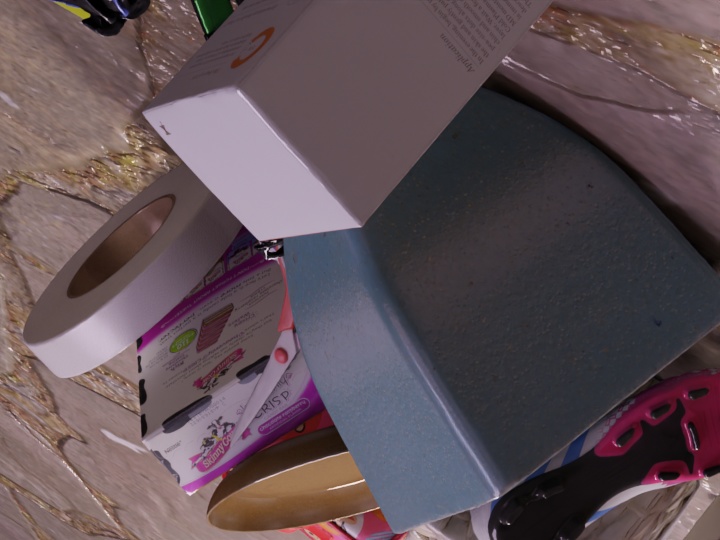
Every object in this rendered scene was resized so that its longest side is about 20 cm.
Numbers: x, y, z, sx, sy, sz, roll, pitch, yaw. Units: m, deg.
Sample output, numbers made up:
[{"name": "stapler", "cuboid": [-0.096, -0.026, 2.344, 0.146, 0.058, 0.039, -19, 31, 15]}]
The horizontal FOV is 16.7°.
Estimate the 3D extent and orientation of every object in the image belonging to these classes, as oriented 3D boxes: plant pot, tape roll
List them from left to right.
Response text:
[{"name": "tape roll", "cuboid": [-0.162, -0.006, 1.783, 0.037, 0.203, 0.202, 47, 159, -17]}, {"name": "plant pot", "cuboid": [-0.013, 0.137, 1.691, 0.200, 0.199, 0.028, 113, 143, -68]}, {"name": "plant pot", "cuboid": [0.064, 0.011, 1.452, 0.200, 0.196, 0.196, 55, 159, 1]}]

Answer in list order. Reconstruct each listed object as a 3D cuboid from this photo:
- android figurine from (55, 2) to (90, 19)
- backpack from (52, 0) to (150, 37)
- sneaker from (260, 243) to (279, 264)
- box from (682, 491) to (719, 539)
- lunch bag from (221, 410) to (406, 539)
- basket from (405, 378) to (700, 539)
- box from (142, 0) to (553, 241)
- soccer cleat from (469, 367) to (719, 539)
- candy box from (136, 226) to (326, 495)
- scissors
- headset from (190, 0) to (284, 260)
[{"name": "android figurine", "cuboid": [-0.202, -0.236, 1.618, 0.199, 0.041, 0.182, 30, 156, 32]}, {"name": "backpack", "cuboid": [-0.187, -0.261, 1.385, 0.183, 0.147, 0.200, 22, 156, 42]}, {"name": "sneaker", "cuboid": [0.005, -0.010, 1.667, 0.088, 0.081, 0.200, 8, 147, 44]}, {"name": "box", "cuboid": [0.290, 0.229, 1.565, 0.109, 0.128, 0.200, 51, 157, -25]}, {"name": "lunch bag", "cuboid": [-0.028, 0.121, 1.830, 0.200, 0.176, 0.082, 39, 162, 4]}, {"name": "basket", "cuboid": [0.127, 0.153, 1.608, 0.135, 0.200, 0.124, 34, 152, 15]}, {"name": "box", "cuboid": [0.003, -0.122, 1.259, 0.098, 0.200, 0.124, 47, 159, -17]}, {"name": "soccer cleat", "cuboid": [0.153, 0.108, 1.506, 0.070, 0.199, 0.086, 66, 172, -22]}, {"name": "candy box", "cuboid": [-0.088, 0.052, 1.733, 0.061, 0.136, 0.200, 52, -167, -27]}, {"name": "scissors", "cuboid": [-0.041, 0.050, 1.588, 0.073, 0.014, 0.201, 28, 121, 22]}, {"name": "headset", "cuboid": [-0.067, -0.112, 1.516, 0.201, 0.094, 0.123, 62, 166, -5]}]
